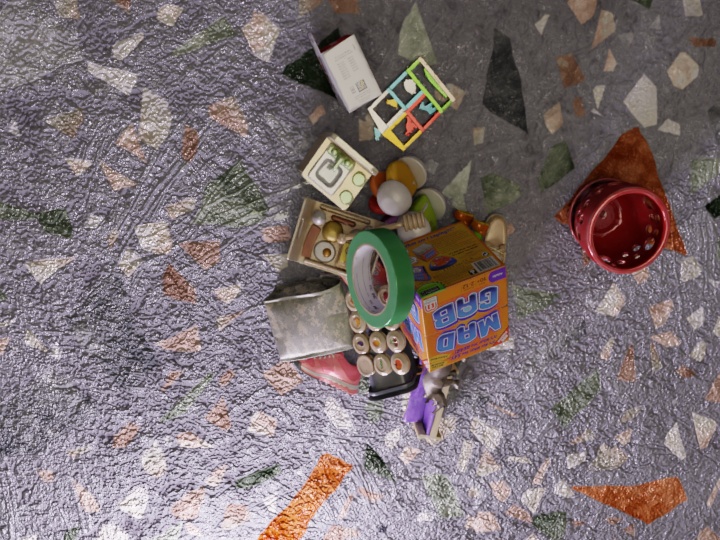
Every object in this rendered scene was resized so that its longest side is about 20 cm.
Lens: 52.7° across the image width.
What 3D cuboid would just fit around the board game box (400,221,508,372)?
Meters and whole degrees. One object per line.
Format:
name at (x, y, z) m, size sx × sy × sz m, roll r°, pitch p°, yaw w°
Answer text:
board game box at (0.187, 0.053, 1.581) m, size 0.196 × 0.201 × 0.203 m, roll -19°, pitch 127°, yaw -12°

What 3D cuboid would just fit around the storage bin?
storage bin at (0.077, 0.205, 1.747) m, size 0.142 × 0.200 × 0.137 m, roll -15°, pitch 99°, yaw 13°

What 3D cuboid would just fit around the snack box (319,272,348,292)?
snack box at (-0.001, 0.036, 1.777) m, size 0.195 × 0.024 × 0.074 m, roll -4°, pitch 105°, yaw -5°

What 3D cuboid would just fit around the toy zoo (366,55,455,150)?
toy zoo at (0.105, -0.372, 1.672) m, size 0.200 × 0.021 × 0.131 m, roll -44°, pitch 106°, yaw 7°

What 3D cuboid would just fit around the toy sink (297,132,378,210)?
toy sink at (-0.056, -0.218, 1.600) m, size 0.129 × 0.200 × 0.113 m, roll 37°, pitch 92°, yaw -15°

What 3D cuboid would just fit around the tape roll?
tape roll at (0.038, 0.015, 1.515) m, size 0.047 × 0.199 × 0.205 m, roll -10°, pitch 109°, yaw -29°

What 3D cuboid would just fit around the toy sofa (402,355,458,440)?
toy sofa at (0.176, 0.322, 1.850) m, size 0.095 × 0.083 × 0.205 m, roll 10°, pitch 105°, yaw -10°

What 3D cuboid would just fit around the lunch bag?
lunch bag at (-0.109, 0.111, 1.720) m, size 0.195 × 0.118 × 0.168 m, roll -8°, pitch 109°, yaw 18°

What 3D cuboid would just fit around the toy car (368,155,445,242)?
toy car at (0.094, -0.149, 1.680) m, size 0.148 × 0.176 × 0.202 m, roll -21°, pitch 112°, yaw 37°

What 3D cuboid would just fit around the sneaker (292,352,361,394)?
sneaker at (-0.082, 0.233, 1.813) m, size 0.197 × 0.074 × 0.088 m, roll 26°, pitch 89°, yaw -17°

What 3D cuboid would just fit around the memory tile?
memory tile at (0.036, 0.136, 1.624) m, size 0.151 × 0.017 × 0.205 m, roll -7°, pitch 96°, yaw 41°

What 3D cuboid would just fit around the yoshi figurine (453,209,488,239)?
yoshi figurine at (0.222, -0.039, 1.742) m, size 0.110 × 0.113 × 0.204 m, roll 21°, pitch 105°, yaw -4°

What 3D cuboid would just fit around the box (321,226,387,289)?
box at (0.000, 0.000, 1.706) m, size 0.095 × 0.100 × 0.201 m, roll -38°, pitch 96°, yaw -1°

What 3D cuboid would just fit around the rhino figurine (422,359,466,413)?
rhino figurine at (0.195, 0.256, 1.761) m, size 0.085 × 0.060 × 0.204 m, roll 8°, pitch 109°, yaw -10°

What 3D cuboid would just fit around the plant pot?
plant pot at (0.596, -0.113, 1.717) m, size 0.195 × 0.183 × 0.205 m, roll -2°, pitch 106°, yaw -6°

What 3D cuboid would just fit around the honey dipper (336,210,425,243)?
honey dipper at (0.043, -0.091, 1.575) m, size 0.195 × 0.038 × 0.039 m, roll -11°, pitch 108°, yaw 7°

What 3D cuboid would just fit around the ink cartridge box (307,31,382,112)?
ink cartridge box at (-0.038, -0.441, 1.541) m, size 0.083 × 0.200 × 0.178 m, roll -27°, pitch 109°, yaw 2°

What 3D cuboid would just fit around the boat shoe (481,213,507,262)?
boat shoe at (0.323, -0.034, 1.769) m, size 0.072 × 0.069 × 0.205 m, roll 5°, pitch 106°, yaw -8°

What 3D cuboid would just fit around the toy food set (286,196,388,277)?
toy food set at (-0.051, -0.065, 1.619) m, size 0.196 × 0.060 × 0.147 m, roll 18°, pitch 91°, yaw -2°
